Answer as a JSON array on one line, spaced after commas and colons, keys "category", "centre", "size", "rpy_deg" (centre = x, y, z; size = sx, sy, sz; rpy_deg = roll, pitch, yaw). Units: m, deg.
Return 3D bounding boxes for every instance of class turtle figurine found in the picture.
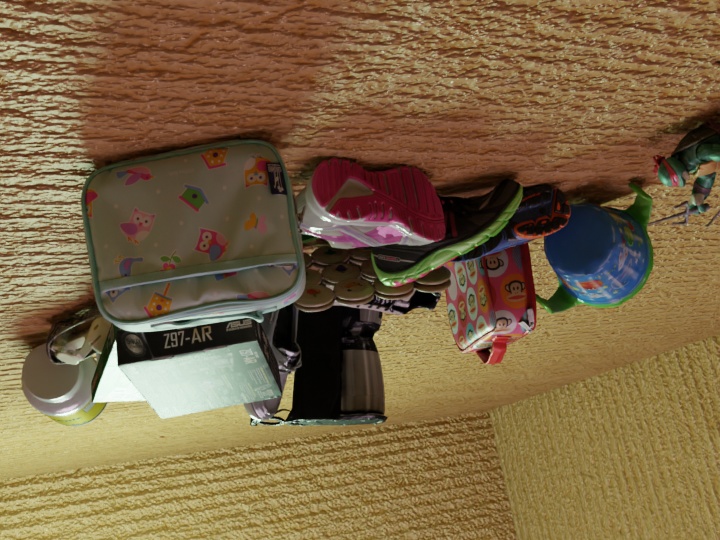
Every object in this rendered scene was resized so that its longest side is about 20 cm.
[{"category": "turtle figurine", "centre": [0.406, -0.121, 1.176], "size": [0.199, 0.101, 0.150], "rpy_deg": [-28, 180, 1]}]

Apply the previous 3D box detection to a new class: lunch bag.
[{"category": "lunch bag", "centre": [0.172, 0.037, 1.436], "size": [0.081, 0.178, 0.200], "rpy_deg": [-5, 169, -12]}, {"category": "lunch bag", "centre": [-0.145, -0.027, 0.959], "size": [0.198, 0.162, 0.077], "rpy_deg": [-10, 167, -4]}]

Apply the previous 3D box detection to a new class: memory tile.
[{"category": "memory tile", "centre": [0.000, 0.000, 1.304], "size": [0.198, 0.017, 0.153], "rpy_deg": [-8, -153, -15]}]

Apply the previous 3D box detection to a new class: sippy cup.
[{"category": "sippy cup", "centre": [0.301, -0.028, 1.379], "size": [0.138, 0.180, 0.130], "rpy_deg": [6, 173, 28]}]

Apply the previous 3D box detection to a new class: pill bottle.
[{"category": "pill bottle", "centre": [-0.440, 0.166, 1.576], "size": [0.110, 0.112, 0.200], "rpy_deg": [-10, 165, -7]}]

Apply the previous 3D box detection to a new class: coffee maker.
[{"category": "coffee maker", "centre": [-0.055, 0.116, 1.503], "size": [0.190, 0.202, 0.135], "rpy_deg": [3, 166, -18]}]

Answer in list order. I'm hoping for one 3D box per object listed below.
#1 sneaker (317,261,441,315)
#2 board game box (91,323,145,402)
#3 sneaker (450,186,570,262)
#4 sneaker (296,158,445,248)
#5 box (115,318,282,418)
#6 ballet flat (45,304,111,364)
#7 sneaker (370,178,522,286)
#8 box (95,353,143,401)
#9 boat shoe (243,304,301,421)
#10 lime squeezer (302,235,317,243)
[{"category": "sneaker", "centre": [0.025, 0.022, 1.429], "size": [0.198, 0.080, 0.074], "rpy_deg": [-7, 138, -28]}, {"category": "board game box", "centre": [-0.253, 0.113, 1.312], "size": [0.133, 0.029, 0.200], "rpy_deg": [0, 152, -23]}, {"category": "sneaker", "centre": [0.159, -0.049, 1.316], "size": [0.198, 0.076, 0.078], "rpy_deg": [-9, 169, -3]}, {"category": "sneaker", "centre": [0.006, -0.065, 1.124], "size": [0.199, 0.082, 0.088], "rpy_deg": [11, 156, -39]}, {"category": "box", "centre": [-0.185, 0.113, 1.252], "size": [0.159, 0.044, 0.200], "rpy_deg": [-11, 155, 1]}, {"category": "ballet flat", "centre": [-0.347, 0.086, 1.400], "size": [0.199, 0.073, 0.072], "rpy_deg": [-21, 164, 35]}, {"category": "sneaker", "centre": [0.099, -0.056, 1.225], "size": [0.199, 0.084, 0.077], "rpy_deg": [-29, -178, -4]}, {"category": "box", "centre": [-0.258, 0.101, 1.466], "size": [0.198, 0.114, 0.101], "rpy_deg": [-18, 163, 19]}, {"category": "boat shoe", "centre": [-0.115, 0.106, 1.413], "size": [0.071, 0.203, 0.070], "rpy_deg": [8, -171, 35]}, {"category": "lime squeezer", "centre": [-0.093, -0.040, 1.209], "size": [0.070, 0.038, 0.199], "rpy_deg": [-20, 163, 30]}]
